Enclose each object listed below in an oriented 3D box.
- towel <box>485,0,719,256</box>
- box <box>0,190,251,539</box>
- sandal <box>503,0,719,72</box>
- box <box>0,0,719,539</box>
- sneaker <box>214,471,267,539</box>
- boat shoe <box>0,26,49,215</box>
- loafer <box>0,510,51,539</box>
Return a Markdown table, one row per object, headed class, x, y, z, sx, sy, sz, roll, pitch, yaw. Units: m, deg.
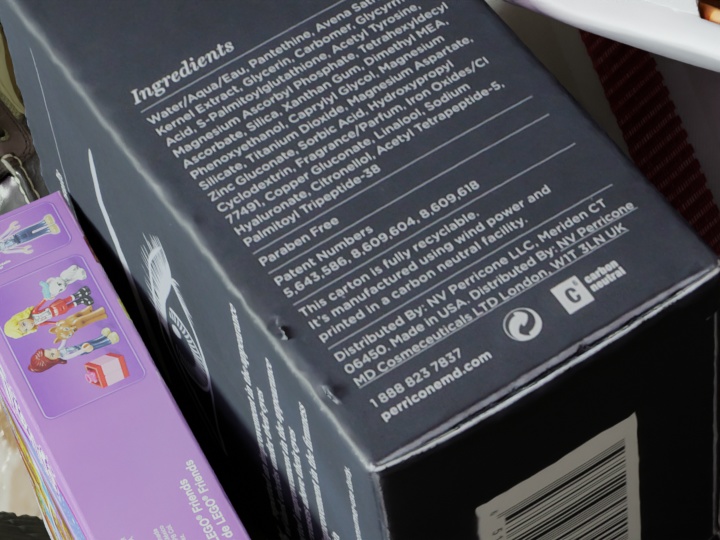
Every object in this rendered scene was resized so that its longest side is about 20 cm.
| class | x | y | z | sx | sy | sz | roll | pitch | yaw |
| --- | --- | --- | --- | --- | --- | --- | --- | --- | --- |
| towel | 0.078 | -0.048 | 0.863 | 0.200 | 0.023 | 0.144 | -40 | 59 | 38 |
| box | -0.050 | 0.092 | 0.815 | 0.137 | 0.039 | 0.200 | 78 | 164 | -49 |
| sandal | 0.103 | -0.080 | 0.772 | 0.207 | 0.079 | 0.059 | 24 | 104 | 37 |
| box | 0.000 | 0.000 | 0.802 | 0.200 | 0.104 | 0.148 | 52 | 163 | 31 |
| sneaker | -0.036 | 0.005 | 0.931 | 0.071 | 0.080 | 0.200 | -41 | 56 | 36 |
| boat shoe | -0.149 | -0.039 | 1.072 | 0.072 | 0.066 | 0.201 | -50 | 51 | 30 |
| loafer | -0.092 | 0.140 | 0.977 | 0.200 | 0.075 | 0.070 | 35 | 105 | 44 |
